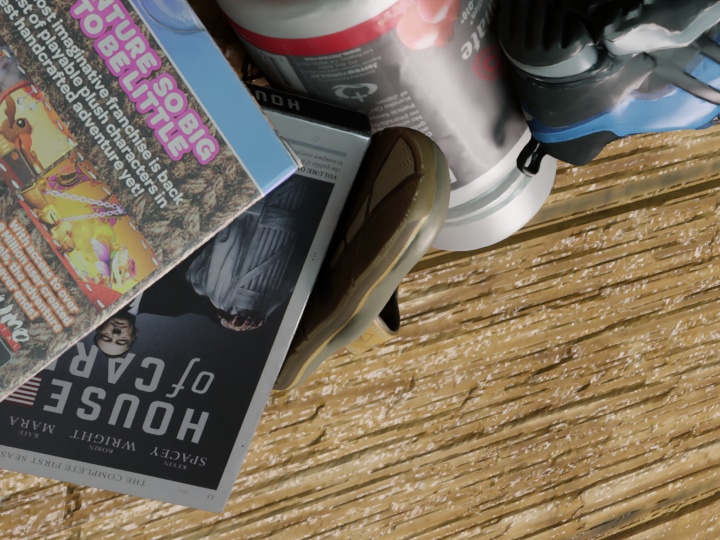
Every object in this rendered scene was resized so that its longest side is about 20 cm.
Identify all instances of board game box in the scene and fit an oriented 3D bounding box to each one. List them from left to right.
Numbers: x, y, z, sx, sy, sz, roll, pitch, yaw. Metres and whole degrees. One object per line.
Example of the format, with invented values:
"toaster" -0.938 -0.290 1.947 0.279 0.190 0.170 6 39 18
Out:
"board game box" -0.153 -0.042 0.838 0.200 0.097 0.160 -38 103 -15

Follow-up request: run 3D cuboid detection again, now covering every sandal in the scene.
"sandal" 0.000 0.000 1.013 0.054 0.081 0.200 8 156 -23

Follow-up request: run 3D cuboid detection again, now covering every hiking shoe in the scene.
"hiking shoe" 0.153 -0.107 0.991 0.199 0.075 0.087 -16 137 -4

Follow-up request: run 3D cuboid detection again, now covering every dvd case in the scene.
"dvd case" -0.098 0.005 0.977 0.150 0.025 0.201 13 119 -15

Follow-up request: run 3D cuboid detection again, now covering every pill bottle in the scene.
"pill bottle" 0.017 -0.094 1.015 0.111 0.111 0.200 -45 142 -8
